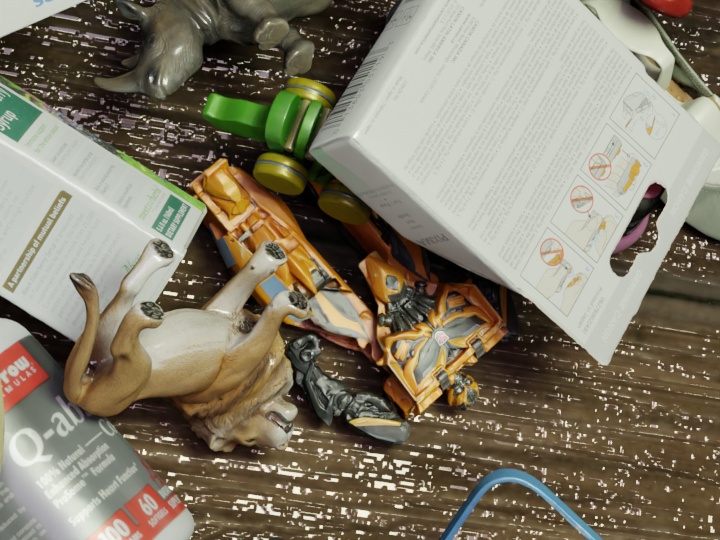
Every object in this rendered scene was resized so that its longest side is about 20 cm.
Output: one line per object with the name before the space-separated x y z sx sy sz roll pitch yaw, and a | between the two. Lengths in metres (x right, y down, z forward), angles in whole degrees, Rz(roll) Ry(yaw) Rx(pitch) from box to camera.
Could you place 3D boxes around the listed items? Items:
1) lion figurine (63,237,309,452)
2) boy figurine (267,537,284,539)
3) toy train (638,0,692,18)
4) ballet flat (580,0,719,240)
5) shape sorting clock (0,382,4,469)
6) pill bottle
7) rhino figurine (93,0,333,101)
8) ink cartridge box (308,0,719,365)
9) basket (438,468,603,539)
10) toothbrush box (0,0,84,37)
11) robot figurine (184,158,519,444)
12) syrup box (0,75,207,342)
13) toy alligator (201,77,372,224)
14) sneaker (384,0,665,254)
lion figurine | -0.100 0.045 1.178 0.200 0.123 0.073 7 42 -45
boy figurine | -0.057 0.242 1.189 0.064 0.124 0.201 20 103 -35
toy train | 0.175 -0.200 1.317 0.199 0.116 0.085 16 104 -25
ballet flat | 0.180 -0.100 1.339 0.067 0.064 0.200 -40 90 -21
shape sorting clock | -0.259 0.068 1.112 0.199 0.039 0.201 3 98 24
pill bottle | -0.191 0.098 1.177 0.116 0.116 0.200 -42 90 -18
rhino figurine | -0.059 -0.149 1.244 0.200 0.060 0.088 -30 55 -9
ink cartridge box | 0.089 -0.068 1.226 0.200 0.050 0.161 42 65 -23
basket | 0.081 0.226 1.196 0.176 0.139 0.200 40 103 -4
toothbrush box | -0.237 -0.197 1.187 0.146 0.086 0.200 -25 43 -17
robot figurine | 0.000 0.000 1.276 0.145 0.058 0.200 -42 90 -18
syrup box | -0.191 -0.045 1.213 0.200 0.079 0.082 33 110 -6
toy alligator | 0.010 -0.057 1.232 0.199 0.054 0.059 24 74 -7
sneaker | 0.101 -0.096 1.304 0.200 0.095 0.079 41 74 -2
